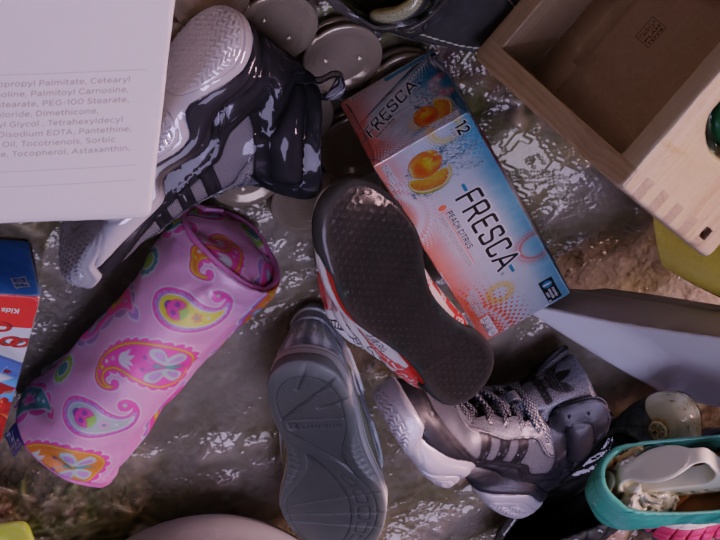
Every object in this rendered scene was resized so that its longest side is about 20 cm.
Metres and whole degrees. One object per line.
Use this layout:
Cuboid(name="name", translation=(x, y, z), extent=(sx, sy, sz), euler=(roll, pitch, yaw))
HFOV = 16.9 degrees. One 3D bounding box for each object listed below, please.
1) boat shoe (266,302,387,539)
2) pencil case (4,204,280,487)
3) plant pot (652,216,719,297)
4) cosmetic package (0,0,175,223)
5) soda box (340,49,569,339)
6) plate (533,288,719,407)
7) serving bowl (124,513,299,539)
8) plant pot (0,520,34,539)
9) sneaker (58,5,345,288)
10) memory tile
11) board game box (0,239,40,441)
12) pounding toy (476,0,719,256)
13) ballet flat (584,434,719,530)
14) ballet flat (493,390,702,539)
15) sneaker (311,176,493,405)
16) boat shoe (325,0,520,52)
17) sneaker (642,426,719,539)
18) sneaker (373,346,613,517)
Cuboid(name="boat shoe", translation=(-0.021, 0.112, 1.632), extent=(0.074, 0.065, 0.202), euler=(-2, 134, 12))
Cuboid(name="pencil case", translation=(-0.137, 0.047, 1.525), extent=(0.087, 0.087, 0.200), euler=(26, 119, -34))
Cuboid(name="plant pot", translation=(0.258, -0.053, 1.515), extent=(0.142, 0.200, 0.200), euler=(-3, 135, 15))
Cuboid(name="cosmetic package", translation=(-0.194, -0.150, 1.275), extent=(0.166, 0.167, 0.200), euler=(-2, 131, -16))
Cuboid(name="soda box", translation=(0.061, -0.044, 1.508), extent=(0.068, 0.064, 0.200), euler=(-29, 139, 4))
Cuboid(name="plate", translation=(0.237, 0.056, 1.600), extent=(0.200, 0.200, 0.032), euler=(29, 76, -46))
Cuboid(name="serving bowl", translation=(-0.117, 0.239, 1.707), extent=(0.200, 0.066, 0.200), euler=(-10, 131, -11))
Cuboid(name="plant pot", translation=(-0.292, 0.299, 1.601), extent=(0.200, 0.199, 0.182), euler=(-11, 159, -10))
Cuboid(name="sneaker", translation=(-0.090, -0.055, 1.431), extent=(0.114, 0.076, 0.200), euler=(22, 117, -30))
Cuboid(name="memory tile", translation=(-0.061, -0.104, 1.462), extent=(0.200, 0.017, 0.153), euler=(23, 119, -34))
Cuboid(name="board game box", translation=(-0.316, 0.067, 1.498), extent=(0.200, 0.056, 0.196), euler=(4, 128, -21))
Cuboid(name="pounding toy", translation=(0.196, -0.095, 1.404), extent=(0.184, 0.200, 0.142), euler=(-49, 136, 7))
Cuboid(name="ballet flat", translation=(0.250, 0.139, 1.639), extent=(0.200, 0.067, 0.070), euler=(-8, 159, 8))
Cuboid(name="ballet flat", translation=(0.170, 0.157, 1.720), extent=(0.200, 0.066, 0.057), euler=(-47, 161, 31))
Cuboid(name="sneaker", translation=(0.000, 0.001, 1.503), extent=(0.067, 0.108, 0.201), euler=(-47, 134, -9))
Cuboid(name="boat shoe", translation=(0.018, -0.166, 1.399), extent=(0.201, 0.066, 0.072), euler=(23, 114, -33))
Cuboid(name="sneaker", translation=(0.297, 0.143, 1.753), extent=(0.200, 0.081, 0.075), euler=(-14, 129, -5))
Cuboid(name="sneaker", translation=(0.095, 0.093, 1.630), extent=(0.114, 0.076, 0.200), euler=(-40, 144, 12))
